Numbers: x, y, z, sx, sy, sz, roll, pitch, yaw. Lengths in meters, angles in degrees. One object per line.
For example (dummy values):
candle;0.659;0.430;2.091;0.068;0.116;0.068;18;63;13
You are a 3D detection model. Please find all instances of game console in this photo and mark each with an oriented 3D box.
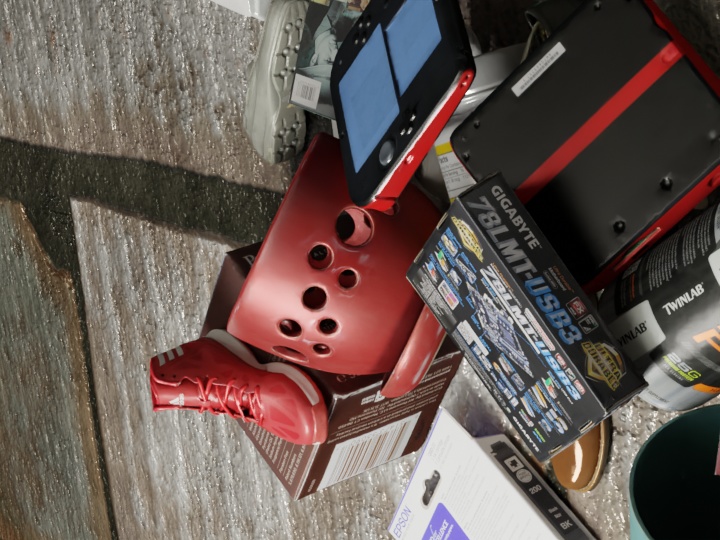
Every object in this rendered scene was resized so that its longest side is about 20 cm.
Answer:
game console;0.031;-0.167;1.518;0.177;0.031;0.201;-58;30;38
game console;0.183;-0.100;1.393;0.200;0.031;0.177;-44;67;22

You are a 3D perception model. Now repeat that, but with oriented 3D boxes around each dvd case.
dvd case;0.002;-0.236;1.681;0.146;0.022;0.201;24;104;47

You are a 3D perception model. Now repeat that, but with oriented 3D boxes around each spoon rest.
spoon rest;0.077;-0.150;1.638;0.100;0.060;0.201;-121;23;-45

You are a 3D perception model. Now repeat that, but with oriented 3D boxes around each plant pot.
plant pot;0.298;0.228;1.382;0.200;0.200;0.162;39;143;39
plant pot;0.000;0.000;1.624;0.182;0.201;0.201;23;133;0

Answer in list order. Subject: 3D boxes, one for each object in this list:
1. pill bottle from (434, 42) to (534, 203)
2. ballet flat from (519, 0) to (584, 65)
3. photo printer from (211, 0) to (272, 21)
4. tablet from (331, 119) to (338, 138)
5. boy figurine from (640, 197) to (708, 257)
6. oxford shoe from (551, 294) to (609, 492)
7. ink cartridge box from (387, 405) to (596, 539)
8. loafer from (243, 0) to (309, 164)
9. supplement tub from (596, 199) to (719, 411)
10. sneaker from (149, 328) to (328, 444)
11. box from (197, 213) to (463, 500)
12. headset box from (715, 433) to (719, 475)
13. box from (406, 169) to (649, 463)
pill bottle;0.128;-0.084;1.542;0.114;0.114;0.201;-12;94;55
ballet flat;0.157;-0.126;1.465;0.068;0.068;0.201;103;168;-71
photo printer;-0.144;-0.357;1.836;0.200;0.069;0.167;31;128;44
tablet;0.001;-0.173;1.718;0.130;0.014;0.201;-26;69;58
boy figurine;0.230;-0.087;1.445;0.124;0.064;0.201;34;132;46
oxford shoe;0.171;0.107;1.604;0.071;0.071;0.201;9;113;50
ink cartridge box;0.123;0.257;1.756;0.200;0.043;0.199;48;138;27
loafer;-0.087;-0.198;1.822;0.070;0.070;0.201;41;138;31
supplement tub;0.281;0.013;1.353;0.200;0.122;0.123;-41;71;44
sneaker;-0.126;0.124;1.688;0.200;0.115;0.079;23;122;47
box;-0.035;0.084;1.792;0.200;0.165;0.165;50;141;27
headset box;0.361;0.126;1.281;0.200;0.148;0.078;29;126;43
box;0.125;0.042;1.429;0.200;0.050;0.199;55;161;9
